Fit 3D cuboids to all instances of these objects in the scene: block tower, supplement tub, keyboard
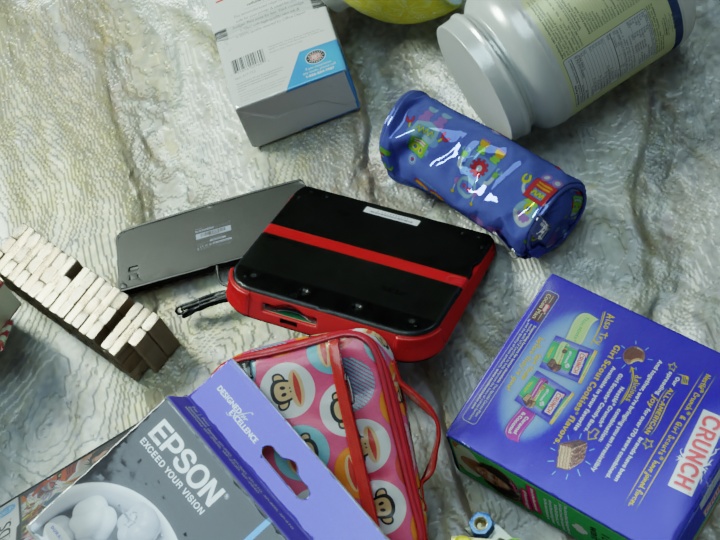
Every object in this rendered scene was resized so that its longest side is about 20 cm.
[{"bbox_3d":[-0.261,0.027,1.339,0.199,0.058,0.054,30,72,29],"label":"block tower"},{"bbox_3d":[0.183,-0.219,1.299,0.199,0.145,0.145,-33,58,-4],"label":"supplement tub"},{"bbox_3d":[-0.132,-0.011,1.346,0.198,0.021,0.128,-16,53,8],"label":"keyboard"}]

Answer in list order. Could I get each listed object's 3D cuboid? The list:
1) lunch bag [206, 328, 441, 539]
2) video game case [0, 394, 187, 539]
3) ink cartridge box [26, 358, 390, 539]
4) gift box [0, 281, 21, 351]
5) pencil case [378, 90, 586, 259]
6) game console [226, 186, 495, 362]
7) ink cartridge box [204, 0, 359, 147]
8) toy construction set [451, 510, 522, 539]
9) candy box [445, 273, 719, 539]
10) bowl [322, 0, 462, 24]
[{"bbox_3d":[-0.020,0.149,1.147,0.174,0.082,0.202,-14,89,7],"label":"lunch bag"},{"bbox_3d":[-0.215,0.190,1.189,0.199,0.026,0.181,-31,18,-3],"label":"video game case"},{"bbox_3d":[-0.111,0.196,1.069,0.200,0.043,0.198,-43,73,-6],"label":"ink cartridge box"},{"bbox_3d":[-0.431,0.045,1.297,0.199,0.187,0.185,21,66,41],"label":"gift box"},{"bbox_3d":[0.104,-0.082,1.285,0.199,0.078,0.087,34,88,28],"label":"pencil case"},{"bbox_3d":[0.000,0.000,1.254,0.198,0.031,0.177,16,37,17],"label":"game console"},{"bbox_3d":[-0.083,-0.234,1.428,0.115,0.068,0.202,-19,58,4],"label":"ink cartridge box"},{"bbox_3d":[0.151,0.260,1.076,0.198,0.092,0.132,8,65,32],"label":"toy construction set"},{"bbox_3d":[0.196,0.123,1.143,0.199,0.077,0.170,27,70,28],"label":"candy box"},{"bbox_3d":[0.001,-0.310,1.389,0.107,0.200,0.202,-31,56,20],"label":"bowl"}]
